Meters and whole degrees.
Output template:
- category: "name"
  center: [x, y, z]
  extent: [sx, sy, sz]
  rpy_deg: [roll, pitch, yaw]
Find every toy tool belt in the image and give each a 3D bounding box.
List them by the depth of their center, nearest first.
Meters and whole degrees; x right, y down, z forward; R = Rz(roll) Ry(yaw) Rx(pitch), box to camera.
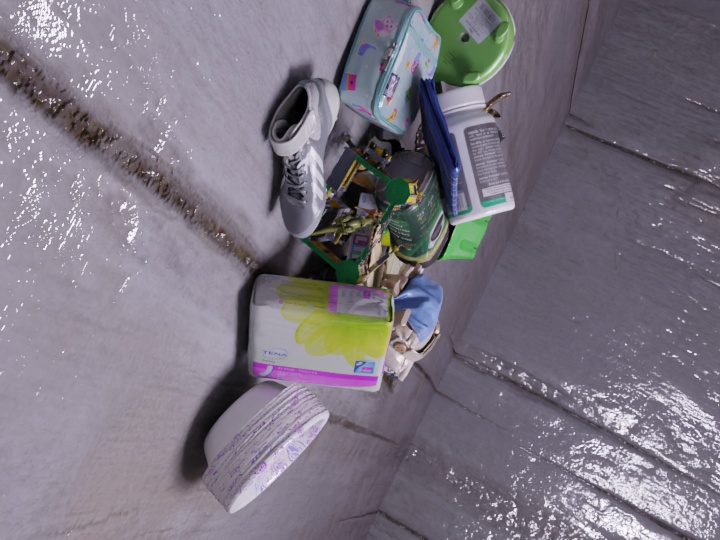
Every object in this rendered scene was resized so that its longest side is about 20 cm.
- category: "toy tool belt"
  center: [0.081, 0.054, 1.287]
  extent: [0.201, 0.123, 0.124]
  rpy_deg: [-58, 174, -47]

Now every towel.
- category: "towel"
  center: [0.118, -0.174, 1.185]
  extent: [0.023, 0.148, 0.200]
  rpy_deg: [-18, 165, 2]

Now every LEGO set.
- category: "LEGO set"
  center: [0.003, -0.082, 1.165]
  extent: [0.203, 0.152, 0.116]
  rpy_deg: [-65, 164, 14]

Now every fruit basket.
- category: "fruit basket"
  center: [0.102, -0.104, 1.459]
  extent: [0.158, 0.212, 0.215]
  rpy_deg: [-66, 164, 9]

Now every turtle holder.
- category: "turtle holder"
  center: [0.173, -0.351, 1.320]
  extent: [0.131, 0.138, 0.189]
  rpy_deg: [-23, 132, -68]

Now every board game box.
- category: "board game box"
  center: [0.000, 0.000, 1.295]
  extent: [0.135, 0.033, 0.204]
  rpy_deg: [80, 21, -70]

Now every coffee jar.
- category: "coffee jar"
  center: [0.083, -0.089, 1.283]
  extent: [0.106, 0.084, 0.201]
  rpy_deg: [-60, 155, -20]

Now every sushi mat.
- category: "sushi mat"
  center: [0.022, -0.002, 1.282]
  extent: [0.201, 0.012, 0.098]
  rpy_deg: [80, 21, -70]

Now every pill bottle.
- category: "pill bottle"
  center: [0.173, -0.185, 1.318]
  extent: [0.113, 0.111, 0.205]
  rpy_deg: [-17, 94, -69]

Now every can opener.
- category: "can opener"
  center: [-0.044, 0.021, 1.330]
  extent: [0.200, 0.065, 0.054]
  rpy_deg: [-35, 147, -69]

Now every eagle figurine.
- category: "eagle figurine"
  center: [0.199, -0.272, 1.569]
  extent: [0.153, 0.149, 0.201]
  rpy_deg: [-62, 179, 34]

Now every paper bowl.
- category: "paper bowl"
  center: [-0.147, 0.241, 1.184]
  extent: [0.200, 0.104, 0.201]
  rpy_deg: [-44, 169, -11]

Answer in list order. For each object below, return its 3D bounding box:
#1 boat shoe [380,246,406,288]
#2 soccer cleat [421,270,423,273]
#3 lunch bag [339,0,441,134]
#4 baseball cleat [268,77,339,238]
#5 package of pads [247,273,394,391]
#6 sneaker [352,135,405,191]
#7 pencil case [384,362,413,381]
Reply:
- category: "boat shoe"
  center: [0.062, 0.045, 1.504]
  extent: [0.074, 0.065, 0.205]
  rpy_deg: [116, -13, -81]
- category: "soccer cleat"
  center: [0.059, 0.016, 1.582]
  extent: [0.076, 0.067, 0.201]
  rpy_deg: [-7, 141, -53]
- category: "lunch bag"
  center: [0.046, -0.281, 1.130]
  extent: [0.163, 0.076, 0.200]
  rpy_deg: [-66, 166, 6]
- category: "baseball cleat"
  center: [-0.081, -0.131, 0.991]
  extent: [0.106, 0.069, 0.205]
  rpy_deg: [-23, 127, -57]
- category: "package of pads"
  center: [-0.057, 0.086, 1.132]
  extent: [0.069, 0.195, 0.157]
  rpy_deg: [-88, -174, -48]
- category: "sneaker"
  center: [0.052, -0.164, 1.327]
  extent: [0.089, 0.075, 0.200]
  rpy_deg: [-66, 165, 7]
- category: "pencil case"
  center: [0.007, 0.112, 1.371]
  extent: [0.078, 0.196, 0.091]
  rpy_deg: [-16, 127, -81]
